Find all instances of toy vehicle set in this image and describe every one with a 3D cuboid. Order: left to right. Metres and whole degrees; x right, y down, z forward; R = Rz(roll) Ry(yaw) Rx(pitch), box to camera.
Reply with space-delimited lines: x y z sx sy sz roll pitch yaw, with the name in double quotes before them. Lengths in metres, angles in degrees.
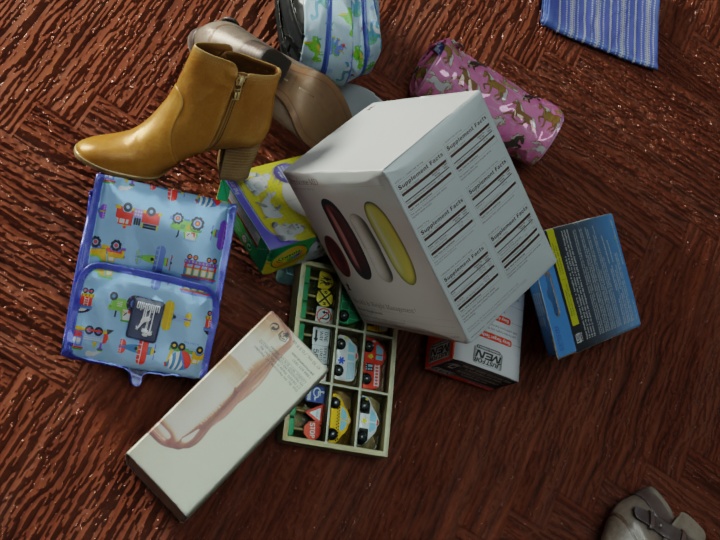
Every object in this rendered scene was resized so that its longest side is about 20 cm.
"toy vehicle set" -0.022 0.099 1.210 0.122 0.026 0.203 11 73 -19

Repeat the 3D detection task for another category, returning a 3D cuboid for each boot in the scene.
"boot" -0.187 -0.167 1.118 0.198 0.145 0.071 2 37 -22
"boot" -0.103 -0.208 1.234 0.071 0.145 0.200 -54 132 -12
"boot" 0.360 0.359 1.272 0.146 0.070 0.201 -39 90 -32

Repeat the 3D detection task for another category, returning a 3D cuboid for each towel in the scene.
"towel" 0.346 -0.380 1.558 0.197 0.024 0.147 16 67 -18

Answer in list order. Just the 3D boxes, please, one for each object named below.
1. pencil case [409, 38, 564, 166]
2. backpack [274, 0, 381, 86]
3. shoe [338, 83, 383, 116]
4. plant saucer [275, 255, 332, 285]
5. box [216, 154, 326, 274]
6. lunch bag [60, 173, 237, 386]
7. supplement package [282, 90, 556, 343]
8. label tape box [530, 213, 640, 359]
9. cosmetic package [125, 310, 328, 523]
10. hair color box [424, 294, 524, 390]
"pencil case" 0.161 -0.214 1.384 0.198 0.087 0.083 30 32 -12
"backpack" -0.042 -0.317 1.281 0.152 0.163 0.203 16 63 -13
"shoe" 0.045 -0.159 1.324 0.198 0.091 0.072 30 98 16
"plant saucer" 0.000 0.000 1.272 0.197 0.019 0.071 14 67 -20
"box" -0.049 -0.075 1.236 0.198 0.049 0.118 -17 59 -33
"lunch bag" -0.223 0.020 1.137 0.148 0.094 0.203 11 78 -17
"supplement package" 0.060 -0.057 1.131 0.147 0.190 0.202 -39 113 -26
"label tape box" 0.245 0.020 1.299 0.198 0.063 0.146 -13 87 -47
"cosmetic package" -0.135 0.147 1.093 0.087 0.103 0.200 44 69 2
"hair color box" 0.140 0.028 1.290 0.100 0.061 0.203 21 63 -27
